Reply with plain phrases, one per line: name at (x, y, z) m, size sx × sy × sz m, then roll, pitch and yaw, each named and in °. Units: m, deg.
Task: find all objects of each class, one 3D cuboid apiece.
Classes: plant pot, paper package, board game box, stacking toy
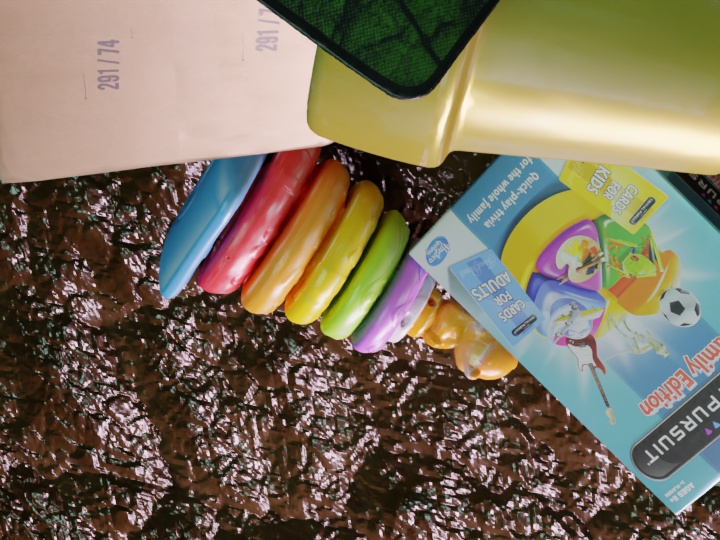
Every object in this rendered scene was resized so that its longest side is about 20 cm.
plant pot at (0.092, -0.132, 1.040) m, size 0.187 × 0.201 × 0.202 m, roll 16°, pitch 127°, yaw 4°
paper package at (-0.101, -0.147, 1.114) m, size 0.189 × 0.104 × 0.201 m, roll -7°, pitch 144°, yaw -3°
board game box at (0.143, 0.009, 1.181) m, size 0.200 × 0.047 × 0.151 m, roll 44°, pitch 132°, yaw 1°
stacking toy at (0.000, 0.000, 1.245) m, size 0.199 × 0.117 × 0.110 m, roll 31°, pitch 138°, yaw -6°

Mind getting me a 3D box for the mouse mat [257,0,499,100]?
mouse mat at (0.016, -0.187, 0.946) m, size 0.160 × 0.201 × 0.008 m, roll 35°, pitch 167°, yaw 7°
